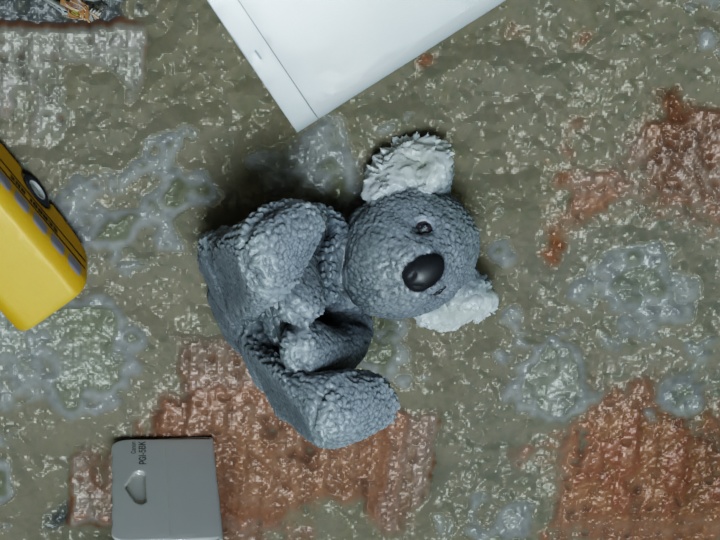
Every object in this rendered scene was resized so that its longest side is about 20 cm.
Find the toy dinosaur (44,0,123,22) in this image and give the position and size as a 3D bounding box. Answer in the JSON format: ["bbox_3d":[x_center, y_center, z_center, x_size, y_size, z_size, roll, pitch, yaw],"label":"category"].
[{"bbox_3d":[-0.208,-0.255,1.092,0.135,0.103,0.200,-21,140,22],"label":"toy dinosaur"}]

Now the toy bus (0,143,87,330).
[{"bbox_3d":[-0.276,-0.058,1.182,0.065,0.078,0.201,-33,116,9],"label":"toy bus"}]

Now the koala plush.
[{"bbox_3d":[0.000,0.000,1.222,0.199,0.184,0.179,-28,106,-16],"label":"koala plush"}]

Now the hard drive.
[{"bbox_3d":[0.004,-0.202,1.176,0.199,0.027,0.132,-32,115,8],"label":"hard drive"}]

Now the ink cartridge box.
[{"bbox_3d":[-0.147,0.251,1.313,0.082,0.147,0.202,-2,117,-7],"label":"ink cartridge box"}]
